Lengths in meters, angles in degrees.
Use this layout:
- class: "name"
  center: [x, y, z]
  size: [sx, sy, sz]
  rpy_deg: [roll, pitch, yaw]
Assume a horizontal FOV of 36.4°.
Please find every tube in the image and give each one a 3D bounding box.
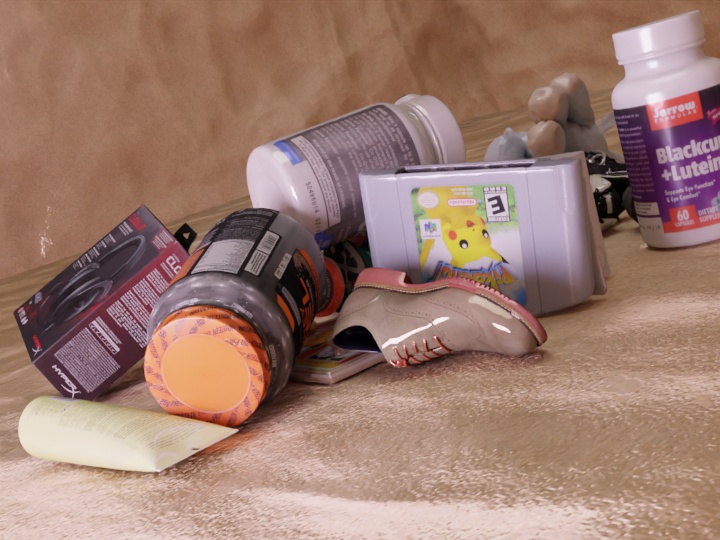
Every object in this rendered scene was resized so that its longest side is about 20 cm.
- class: "tube"
  center: [-0.186, 0.128, 0.831]
  size: [0.197, 0.052, 0.059]
  rpy_deg: [-2, 55, 41]

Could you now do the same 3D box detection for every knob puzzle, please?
- class: "knob puzzle"
  center: [0.001, 0.049, 1.007]
  size: [0.216, 0.031, 0.220]
  rpy_deg: [-16, 9, 2]

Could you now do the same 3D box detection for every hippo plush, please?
- class: "hippo plush"
  center: [0.256, -0.187, 1.550]
  size: [0.198, 0.162, 0.159]
  rpy_deg: [-25, 13, -41]

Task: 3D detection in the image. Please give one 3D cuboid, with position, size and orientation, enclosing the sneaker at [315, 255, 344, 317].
- class: "sneaker"
  center: [-0.110, 0.005, 1.094]
  size: [0.197, 0.079, 0.081]
  rpy_deg: [2, 3, 40]

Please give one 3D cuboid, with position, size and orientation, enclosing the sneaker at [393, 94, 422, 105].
- class: "sneaker"
  center: [0.060, -0.079, 1.177]
  size: [0.078, 0.203, 0.130]
  rpy_deg: [4, 20, 0]

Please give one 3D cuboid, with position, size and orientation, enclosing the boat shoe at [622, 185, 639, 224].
- class: "boat shoe"
  center: [0.365, -0.101, 1.144]
  size: [0.197, 0.068, 0.057]
  rpy_deg: [-20, 20, -7]

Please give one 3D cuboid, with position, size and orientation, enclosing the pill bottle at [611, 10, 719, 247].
- class: "pill bottle"
  center: [0.298, -0.133, 1.028]
  size: [0.109, 0.204, 0.111]
  rpy_deg: [-15, 9, 3]

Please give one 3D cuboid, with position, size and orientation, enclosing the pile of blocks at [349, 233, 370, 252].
- class: "pile of blocks"
  center: [-0.019, -0.014, 1.288]
  size: [0.081, 0.063, 0.200]
  rpy_deg: [12, -25, -16]

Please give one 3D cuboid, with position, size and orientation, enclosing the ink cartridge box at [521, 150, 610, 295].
- class: "ink cartridge box"
  center: [0.152, -0.039, 0.995]
  size: [0.067, 0.117, 0.198]
  rpy_deg: [-23, 12, -36]

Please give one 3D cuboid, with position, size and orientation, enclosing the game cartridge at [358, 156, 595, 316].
- class: "game cartridge"
  center: [0.097, -0.024, 0.930]
  size: [0.197, 0.136, 0.040]
  rpy_deg: [-1, 22, 27]

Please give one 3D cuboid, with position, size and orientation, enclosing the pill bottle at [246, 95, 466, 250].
- class: "pill bottle"
  center: [-0.001, -0.096, 1.071]
  size: [0.198, 0.116, 0.113]
  rpy_deg: [-23, 11, -25]

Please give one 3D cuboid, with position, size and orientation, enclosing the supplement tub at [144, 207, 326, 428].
- class: "supplement tub"
  center: [-0.102, 0.037, 0.905]
  size: [0.120, 0.124, 0.201]
  rpy_deg: [-13, 21, 15]

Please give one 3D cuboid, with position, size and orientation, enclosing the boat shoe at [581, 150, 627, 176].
- class: "boat shoe"
  center: [0.289, -0.116, 1.361]
  size: [0.197, 0.069, 0.072]
  rpy_deg: [-11, 11, 29]

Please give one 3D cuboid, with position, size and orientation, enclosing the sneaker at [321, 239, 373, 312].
- class: "sneaker"
  center: [0.000, 0.000, 1.147]
  size: [0.078, 0.079, 0.200]
  rpy_deg: [-5, 2, -6]

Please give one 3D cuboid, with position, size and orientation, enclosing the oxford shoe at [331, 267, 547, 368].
- class: "oxford shoe"
  center: [0.057, 0.051, 0.854]
  size: [0.198, 0.071, 0.075]
  rpy_deg: [5, 53, 50]

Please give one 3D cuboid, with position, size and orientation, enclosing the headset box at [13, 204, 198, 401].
- class: "headset box"
  center: [-0.243, 0.027, 1.111]
  size: [0.199, 0.078, 0.149]
  rpy_deg: [-41, 29, -7]

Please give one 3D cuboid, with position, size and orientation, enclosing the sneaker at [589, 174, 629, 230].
- class: "sneaker"
  center: [0.230, -0.070, 1.169]
  size: [0.086, 0.077, 0.199]
  rpy_deg: [-9, 12, 36]
